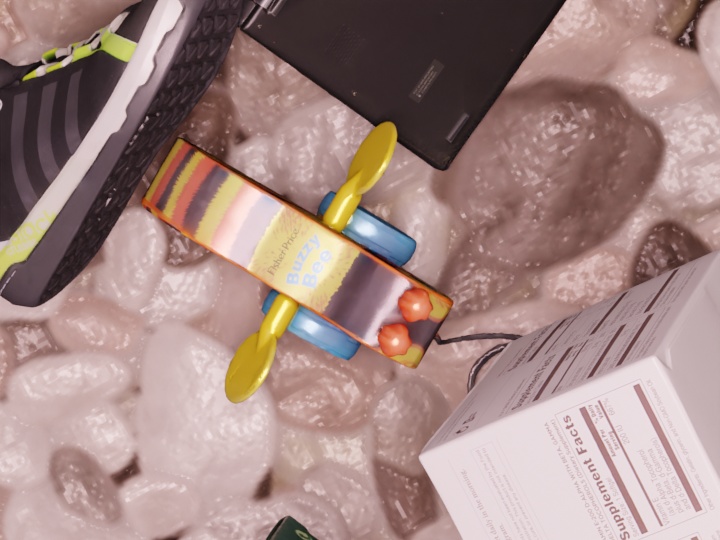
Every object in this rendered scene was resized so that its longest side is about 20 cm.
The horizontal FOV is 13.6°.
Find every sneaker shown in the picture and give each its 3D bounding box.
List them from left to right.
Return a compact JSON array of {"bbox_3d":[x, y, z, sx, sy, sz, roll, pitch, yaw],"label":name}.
[{"bbox_3d":[-0.128,-0.070,1.292,0.083,0.072,0.200,40,118,8],"label":"sneaker"}]

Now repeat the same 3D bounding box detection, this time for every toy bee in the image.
[{"bbox_3d":[0.000,0.000,1.306,0.199,0.109,0.131,9,93,-2],"label":"toy bee"}]

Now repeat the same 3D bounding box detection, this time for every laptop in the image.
[{"bbox_3d":[0.000,-0.185,1.339,0.200,0.116,0.188,34,94,-33],"label":"laptop"}]

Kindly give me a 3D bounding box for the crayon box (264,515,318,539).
[{"bbox_3d":[-0.040,0.223,1.283,0.126,0.052,0.200,35,104,1],"label":"crayon box"}]

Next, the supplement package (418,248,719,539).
[{"bbox_3d":[0.132,0.118,1.234,0.111,0.156,0.200,-24,98,22],"label":"supplement package"}]
